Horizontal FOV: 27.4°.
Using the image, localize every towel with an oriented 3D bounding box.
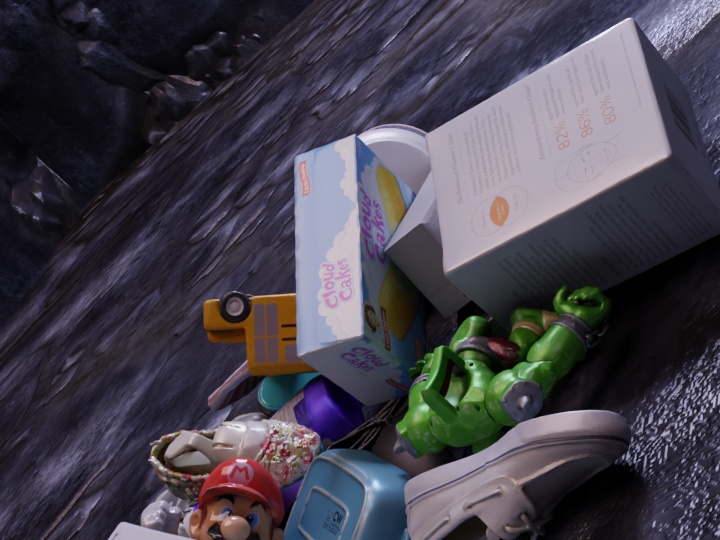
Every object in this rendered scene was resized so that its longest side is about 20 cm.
[{"bbox_3d":[-0.061,0.068,1.532,0.146,0.030,0.200,-45,-6,40],"label":"towel"}]

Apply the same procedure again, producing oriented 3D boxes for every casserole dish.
[{"bbox_3d":[-0.015,0.203,1.170,0.122,0.038,0.200,-69,20,-3],"label":"casserole dish"}]

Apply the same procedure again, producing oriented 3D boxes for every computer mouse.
[{"bbox_3d":[0.015,0.157,1.249,0.140,0.046,0.200,-44,17,7],"label":"computer mouse"}]

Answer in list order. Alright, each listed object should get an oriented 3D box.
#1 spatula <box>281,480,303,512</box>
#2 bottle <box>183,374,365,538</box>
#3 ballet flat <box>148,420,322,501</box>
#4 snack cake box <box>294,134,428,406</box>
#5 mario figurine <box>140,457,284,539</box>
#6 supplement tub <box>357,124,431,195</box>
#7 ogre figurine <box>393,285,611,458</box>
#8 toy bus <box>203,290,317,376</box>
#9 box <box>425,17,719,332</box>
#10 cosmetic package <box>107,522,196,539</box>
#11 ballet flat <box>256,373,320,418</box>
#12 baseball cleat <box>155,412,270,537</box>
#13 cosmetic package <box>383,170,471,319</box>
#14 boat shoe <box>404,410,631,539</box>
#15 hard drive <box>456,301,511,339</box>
[{"bbox_3d":[-0.106,0.258,1.310,0.056,0.020,0.202,19,81,44],"label":"spatula"},{"bbox_3d":[-0.083,0.187,1.391,0.200,0.065,0.084,-44,22,13],"label":"bottle"},{"bbox_3d":[-0.120,0.166,1.313,0.199,0.064,0.076,-18,40,43],"label":"ballet flat"},{"bbox_3d":[0.000,0.000,1.276,0.067,0.115,0.202,-18,56,24],"label":"snack cake box"},{"bbox_3d":[-0.110,0.245,1.155,0.105,0.123,0.202,-6,68,46],"label":"mario figurine"},{"bbox_3d":[0.032,-0.077,1.516,0.140,0.140,0.200,-44,3,8],"label":"supplement tub"},{"bbox_3d":[0.094,0.084,1.123,0.198,0.099,0.120,-4,35,35],"label":"ogre figurine"},{"bbox_3d":[-0.044,0.055,1.378,0.197,0.079,0.065,-4,-5,8],"label":"toy bus"},{"bbox_3d":[0.165,-0.071,1.162,0.199,0.106,0.153,-28,46,25],"label":"box"},{"bbox_3d":[-0.090,0.276,0.966,0.123,0.200,0.199,-53,17,-20],"label":"cosmetic package"},{"bbox_3d":[-0.014,0.085,1.461,0.200,0.069,0.068,-40,59,-9],"label":"ballet flat"},{"bbox_3d":[-0.146,0.228,1.480,0.200,0.069,0.107,-48,20,32],"label":"baseball cleat"},{"bbox_3d":[0.088,-0.045,1.324,0.051,0.083,0.200,-40,10,31],"label":"cosmetic package"},{"bbox_3d":[0.106,0.156,1.013,0.199,0.071,0.071,-29,51,38],"label":"boat shoe"},{"bbox_3d":[0.166,-0.016,1.275,0.200,0.042,0.135,-42,17,17],"label":"hard drive"}]
